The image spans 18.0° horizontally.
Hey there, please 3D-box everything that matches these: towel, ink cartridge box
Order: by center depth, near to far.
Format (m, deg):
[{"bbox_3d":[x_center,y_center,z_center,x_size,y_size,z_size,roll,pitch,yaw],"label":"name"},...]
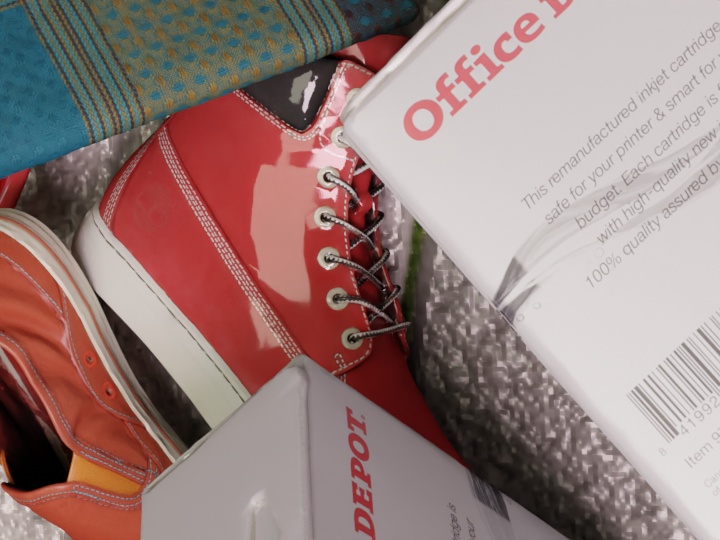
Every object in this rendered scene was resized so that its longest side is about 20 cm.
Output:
[{"bbox_3d":[0.027,0.142,0.715,0.200,0.147,0.084,36,118,-27],"label":"ink cartridge box"},{"bbox_3d":[0.113,-0.019,0.724,0.145,0.083,0.200,-42,77,6],"label":"ink cartridge box"},{"bbox_3d":[-0.098,-0.111,0.780,0.147,0.199,0.022,62,159,18],"label":"towel"}]

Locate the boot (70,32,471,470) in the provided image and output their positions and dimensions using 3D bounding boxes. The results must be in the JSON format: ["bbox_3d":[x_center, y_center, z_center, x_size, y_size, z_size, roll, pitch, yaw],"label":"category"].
[{"bbox_3d":[0.000,0.000,0.809,0.200,0.072,0.145,45,112,18],"label":"boot"}]

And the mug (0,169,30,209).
[{"bbox_3d":[-0.213,-0.022,0.846,0.176,0.134,0.201,7,125,19],"label":"mug"}]

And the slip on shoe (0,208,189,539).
[{"bbox_3d":[-0.104,0.074,0.847,0.074,0.061,0.201,-8,118,44],"label":"slip on shoe"}]
